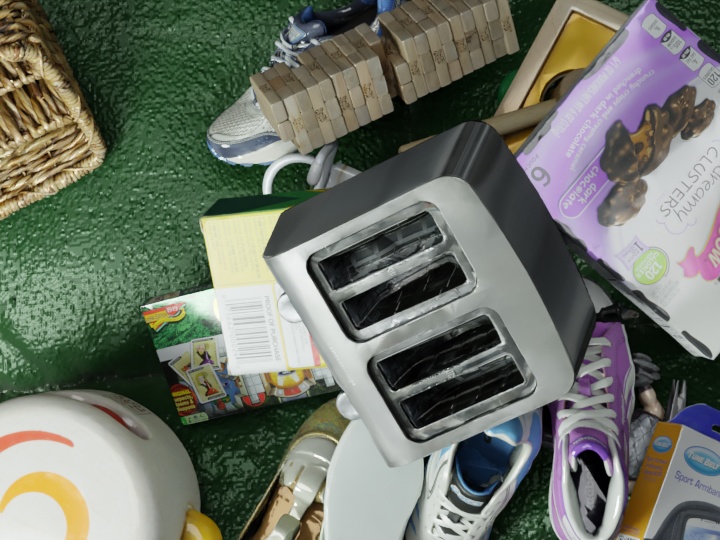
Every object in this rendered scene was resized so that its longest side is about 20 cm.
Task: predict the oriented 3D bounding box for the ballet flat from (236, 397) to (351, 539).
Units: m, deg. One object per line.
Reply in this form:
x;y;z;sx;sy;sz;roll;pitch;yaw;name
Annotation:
-0.050;0.186;1.526;0.070;0.071;0.201;29;84;12;ballet flat

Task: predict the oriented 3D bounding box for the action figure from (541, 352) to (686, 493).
0.164;0.118;1.509;0.199;0.069;0.131;18;77;8;action figure

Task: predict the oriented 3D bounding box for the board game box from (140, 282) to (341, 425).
-0.061;0.049;1.534;0.199;0.023;0.105;-14;104;17;board game box

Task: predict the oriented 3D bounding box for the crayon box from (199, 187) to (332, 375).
-0.008;0.004;1.467;0.199;0.051;0.128;-4;108;15;crayon box

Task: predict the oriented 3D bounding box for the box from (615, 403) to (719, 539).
0.247;0.203;1.465;0.119;0.041;0.201;24;84;-22;box

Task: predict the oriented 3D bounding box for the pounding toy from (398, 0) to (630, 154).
0.162;-0.104;1.512;0.199;0.142;0.185;28;84;12;pounding toy

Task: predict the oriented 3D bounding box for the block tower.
0.019;-0.158;1.528;0.199;0.054;0.058;-25;37;-8;block tower

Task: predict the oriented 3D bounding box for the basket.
-0.323;-0.121;1.585;0.199;0.143;0.150;-25;76;3;basket

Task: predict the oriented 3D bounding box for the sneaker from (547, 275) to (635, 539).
0.165;0.098;1.424;0.072;0.114;0.202;-5;82;3;sneaker

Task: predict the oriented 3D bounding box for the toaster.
0.056;0.015;1.359;0.199;0.119;0.181;-25;106;21;toaster

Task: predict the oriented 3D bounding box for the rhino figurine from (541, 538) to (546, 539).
0.083;0.284;1.492;0.087;0.060;0.201;33;82;9;rhino figurine

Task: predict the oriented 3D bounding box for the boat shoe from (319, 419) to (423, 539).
0.000;0.194;1.497;0.070;0.064;0.201;9;97;-8;boat shoe

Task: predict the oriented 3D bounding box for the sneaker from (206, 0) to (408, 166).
-0.044;-0.163;1.573;0.200;0.085;0.077;-35;45;-5;sneaker

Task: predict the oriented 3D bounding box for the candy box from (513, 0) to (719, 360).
0.223;-0.064;1.421;0.200;0.072;0.168;40;89;-1;candy box

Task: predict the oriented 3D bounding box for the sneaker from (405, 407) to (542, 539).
0.075;0.162;1.464;0.072;0.073;0.201;27;127;7;sneaker

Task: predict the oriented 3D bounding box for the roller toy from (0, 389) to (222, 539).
-0.217;0.181;1.513;0.199;0.140;0.184;-21;85;12;roller toy

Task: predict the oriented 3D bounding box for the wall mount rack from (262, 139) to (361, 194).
0.000;0.000;1.549;0.199;0.075;0.175;23;116;6;wall mount rack
